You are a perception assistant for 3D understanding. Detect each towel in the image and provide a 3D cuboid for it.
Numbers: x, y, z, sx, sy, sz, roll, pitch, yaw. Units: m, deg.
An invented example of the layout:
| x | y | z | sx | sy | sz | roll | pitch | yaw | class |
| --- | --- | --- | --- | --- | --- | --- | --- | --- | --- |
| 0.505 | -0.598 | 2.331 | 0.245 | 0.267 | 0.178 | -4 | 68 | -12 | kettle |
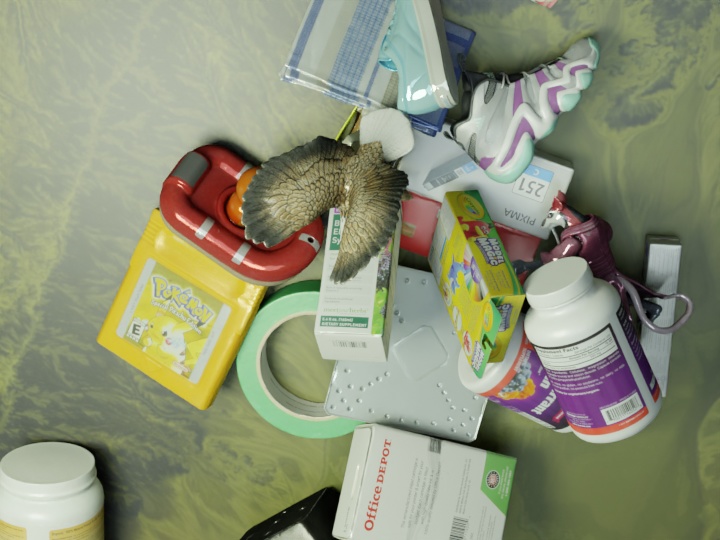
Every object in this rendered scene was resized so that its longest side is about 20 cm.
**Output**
| x | y | z | sx | sy | sz | roll | pitch | yaw | class |
| --- | --- | --- | --- | --- | --- | --- | --- | --- | --- |
| 0.020 | -0.250 | 1.586 | 0.200 | 0.024 | 0.147 | 20 | 74 | -2 | towel |

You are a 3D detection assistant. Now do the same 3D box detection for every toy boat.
| x | y | z | sx | sy | sz | roll | pitch | yaw | class |
| --- | --- | --- | --- | --- | --- | --- | --- | --- | --- |
| -0.132 | -0.077 | 1.622 | 0.200 | 0.131 | 0.131 | 34 | 147 | -6 | toy boat |

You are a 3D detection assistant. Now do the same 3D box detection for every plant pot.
| x | y | z | sx | sy | sz | roll | pitch | yaw | class |
| --- | --- | --- | --- | --- | --- | --- | --- | --- | --- |
| -0.067 | 0.401 | 1.765 | 0.199 | 0.200 | 0.178 | -31 | 93 | 15 | plant pot |

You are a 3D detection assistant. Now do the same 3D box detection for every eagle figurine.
| x | y | z | sx | sy | sz | roll | pitch | yaw | class |
| --- | --- | --- | --- | --- | --- | --- | --- | --- | --- |
| -0.015 | -0.079 | 1.501 | 0.152 | 0.200 | 0.151 | -21 | 97 | 31 | eagle figurine |

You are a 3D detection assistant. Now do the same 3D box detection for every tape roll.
| x | y | z | sx | sy | sz | roll | pitch | yaw | class |
| --- | --- | --- | --- | --- | --- | --- | --- | --- | --- |
| -0.056 | 0.114 | 1.737 | 0.200 | 0.048 | 0.201 | 2 | 108 | 5 | tape roll |

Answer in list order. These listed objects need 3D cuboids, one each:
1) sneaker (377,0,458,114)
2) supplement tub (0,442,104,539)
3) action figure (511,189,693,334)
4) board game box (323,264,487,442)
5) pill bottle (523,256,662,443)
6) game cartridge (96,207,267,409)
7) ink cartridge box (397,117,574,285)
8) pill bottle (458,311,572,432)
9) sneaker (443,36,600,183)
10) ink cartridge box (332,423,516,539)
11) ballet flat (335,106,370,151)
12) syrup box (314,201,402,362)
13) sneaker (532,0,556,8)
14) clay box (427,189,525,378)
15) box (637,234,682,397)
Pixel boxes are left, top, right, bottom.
| x | y | z | sx | sy | sz | roll | pitch | yaw | class |
| --- | --- | --- | --- | --- | --- | --- | --- | --- | --- |
| 0.052 | -0.269 | 1.547 | 0.082 | 0.074 | 0.200 | -15 | 67 | 15 | sneaker |
| -0.410 | 0.342 | 1.801 | 0.144 | 0.144 | 0.200 | 5 | 109 | 5 | supplement tub |
| 0.269 | -0.001 | 1.589 | 0.149 | 0.134 | 0.200 | 3 | 126 | 52 | action figure |
| 0.072 | 0.099 | 1.690 | 0.200 | 0.026 | 0.200 | 13 | 101 | -13 | board game box |
| 0.256 | 0.088 | 1.538 | 0.112 | 0.112 | 0.200 | -22 | 112 | 13 | pill bottle |
| -0.224 | 0.048 | 1.718 | 0.176 | 0.032 | 0.200 | 31 | 110 | 13 | game cartridge |
| 0.134 | -0.079 | 1.653 | 0.200 | 0.045 | 0.176 | 19 | 108 | 0 | ink cartridge box |
| 0.228 | 0.130 | 1.661 | 0.200 | 0.111 | 0.112 | 26 | 110 | -23 | pill bottle |
| 0.173 | -0.214 | 1.563 | 0.140 | 0.078 | 0.200 | 37 | 85 | -9 | sneaker |
| 0.079 | 0.282 | 1.703 | 0.200 | 0.084 | 0.146 | 16 | 78 | -16 | ink cartridge box |
| 0.010 | -0.168 | 1.619 | 0.067 | 0.067 | 0.200 | 41 | 111 | 17 | ballet flat |
| 0.000 | 0.000 | 1.589 | 0.079 | 0.081 | 0.200 | 3 | 64 | 8 | syrup box |
| 0.174 | -0.344 | 1.542 | 0.200 | 0.075 | 0.105 | -7 | 102 | 4 | sneaker |
| 0.135 | 0.016 | 1.574 | 0.048 | 0.200 | 0.115 | -5 | 137 | -17 | clay box |
| 0.362 | 0.057 | 1.675 | 0.041 | 0.039 | 0.200 | 2 | 109 | 4 | box |
